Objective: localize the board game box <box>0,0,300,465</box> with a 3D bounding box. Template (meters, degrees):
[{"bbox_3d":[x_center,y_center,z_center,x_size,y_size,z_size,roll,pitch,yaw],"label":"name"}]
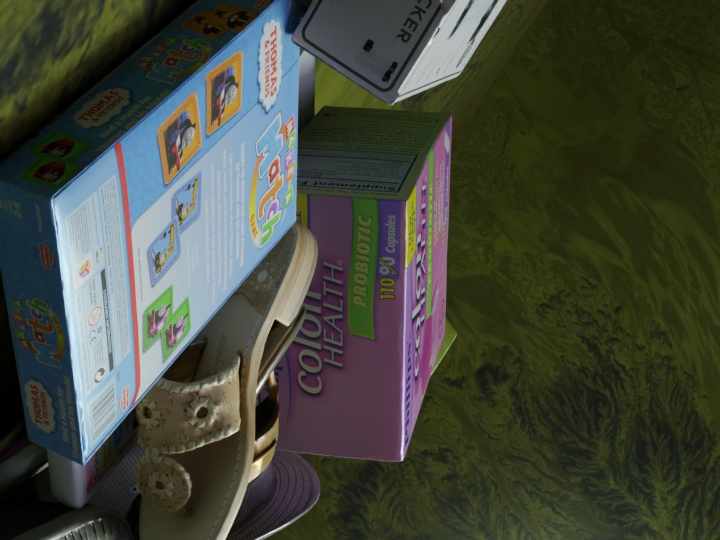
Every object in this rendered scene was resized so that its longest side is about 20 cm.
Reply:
[{"bbox_3d":[-0.088,-0.032,0.622,0.200,0.037,0.151,-51,154,-44],"label":"board game box"}]

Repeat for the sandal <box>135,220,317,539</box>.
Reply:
[{"bbox_3d":[-0.092,0.057,0.719,0.070,0.078,0.212,34,70,-44],"label":"sandal"}]

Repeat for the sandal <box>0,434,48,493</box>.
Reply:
[{"bbox_3d":[-0.163,0.069,0.809,0.082,0.050,0.203,-39,180,35],"label":"sandal"}]

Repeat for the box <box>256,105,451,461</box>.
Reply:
[{"bbox_3d":[0.000,0.000,0.904,0.200,0.097,0.176,-60,153,-66],"label":"box"}]

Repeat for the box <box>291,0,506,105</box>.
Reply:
[{"bbox_3d":[0.041,-0.158,0.710,0.117,0.060,0.200,-58,176,18],"label":"box"}]

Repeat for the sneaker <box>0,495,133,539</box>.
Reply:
[{"bbox_3d":[-0.224,0.169,0.699,0.200,0.106,0.075,-11,100,-51],"label":"sneaker"}]

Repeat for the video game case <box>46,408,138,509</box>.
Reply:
[{"bbox_3d":[-0.109,0.001,0.712,0.182,0.024,0.200,-53,159,-42],"label":"video game case"}]

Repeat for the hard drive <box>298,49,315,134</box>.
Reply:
[{"bbox_3d":[-0.074,-0.077,0.876,0.132,0.026,0.200,-56,176,-9],"label":"hard drive"}]

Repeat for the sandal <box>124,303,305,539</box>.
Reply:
[{"bbox_3d":[-0.081,0.106,0.783,0.080,0.054,0.200,-1,-118,62],"label":"sandal"}]

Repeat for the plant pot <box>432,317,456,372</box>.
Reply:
[{"bbox_3d":[-0.021,0.038,1.198,0.187,0.200,0.187,-56,177,-5],"label":"plant pot"}]

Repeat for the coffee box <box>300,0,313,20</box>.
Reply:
[{"bbox_3d":[0.010,-0.196,0.782,0.123,0.044,0.200,-58,176,14],"label":"coffee box"}]

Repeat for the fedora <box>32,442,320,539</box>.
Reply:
[{"bbox_3d":[-0.133,0.122,0.882,0.200,0.090,0.177,-17,-159,-14],"label":"fedora"}]
